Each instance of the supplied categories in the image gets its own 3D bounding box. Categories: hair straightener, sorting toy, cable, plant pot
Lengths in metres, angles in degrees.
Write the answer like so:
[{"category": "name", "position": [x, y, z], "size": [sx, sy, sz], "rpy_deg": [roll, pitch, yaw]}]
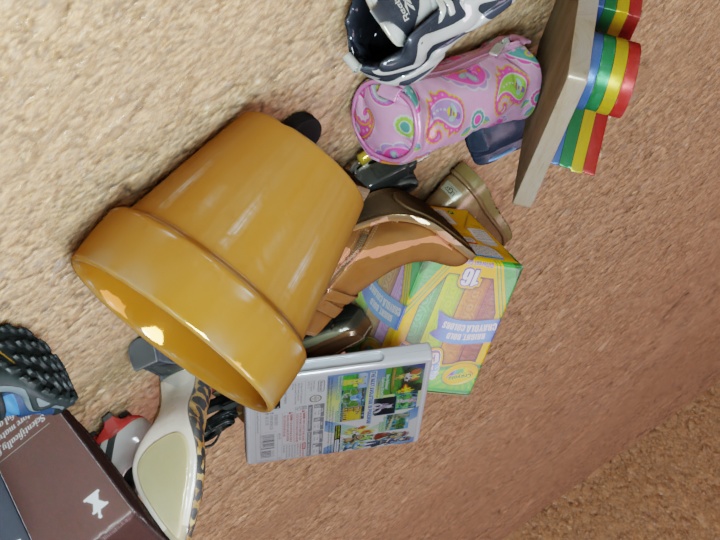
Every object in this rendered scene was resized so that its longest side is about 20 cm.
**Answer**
[{"category": "hair straightener", "position": [-0.140, 0.145, 1.813], "size": [0.200, 0.077, 0.041], "rpy_deg": [-35, -164, 34]}, {"category": "sorting toy", "position": [0.209, -0.186, 1.656], "size": [0.200, 0.069, 0.200], "rpy_deg": [108, -5, -57]}, {"category": "cable", "position": [-0.016, -0.081, 1.687], "size": [0.199, 0.051, 0.097], "rpy_deg": [-26, 157, -11]}, {"category": "plant pot", "position": [-0.099, -0.019, 1.437], "size": [0.184, 0.199, 0.200], "rpy_deg": [-54, 165, -14]}]

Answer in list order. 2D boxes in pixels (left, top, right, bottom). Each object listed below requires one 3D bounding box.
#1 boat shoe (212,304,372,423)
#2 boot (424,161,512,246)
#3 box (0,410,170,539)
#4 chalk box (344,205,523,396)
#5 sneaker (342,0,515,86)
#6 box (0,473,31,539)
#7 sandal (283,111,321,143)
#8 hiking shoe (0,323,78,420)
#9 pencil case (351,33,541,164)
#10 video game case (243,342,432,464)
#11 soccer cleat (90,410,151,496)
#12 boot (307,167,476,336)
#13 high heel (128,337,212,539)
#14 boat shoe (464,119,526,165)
[{"category": "boat shoe", "position": [-0.064, 0.099, 1.823], "size": [0.199, 0.074, 0.076], "rpy_deg": [-27, -166, 34]}, {"category": "boot", "position": [0.060, -0.016, 1.938], "size": [0.200, 0.066, 0.175], "rpy_deg": [-42, 150, -2]}, {"category": "box", "position": [-0.289, 0.227, 1.613], "size": [0.166, 0.164, 0.200], "rpy_deg": [-38, 161, -8]}, {"category": "chalk box", "position": [0.056, 0.047, 1.827], "size": [0.124, 0.124, 0.201], "rpy_deg": [6, 115, -32]}, {"category": "sneaker", "position": [0.057, -0.223, 1.425], "size": [0.199, 0.080, 0.129], "rpy_deg": [-39, 173, 25]}, {"category": "box", "position": [-0.399, 0.234, 1.409], "size": [0.198, 0.124, 0.199], "rpy_deg": [-32, 171, 37]}, {"category": "sandal", "position": [-0.102, -0.053, 1.546], "size": [0.200, 0.045, 0.075], "rpy_deg": [-44, 162, 7]}, {"category": "hiking shoe", "position": [-0.310, 0.091, 1.439], "size": [0.086, 0.075, 0.200], "rpy_deg": [-36, 156, 18]}, {"category": "pencil case", "position": [0.082, -0.158, 1.625], "size": [0.199, 0.088, 0.088], "rpy_deg": [-24, 155, -42]}, {"category": "video game case", "position": [-0.025, 0.133, 1.768], "size": [0.181, 0.022, 0.200], "rpy_deg": [-7, 152, -7]}, {"category": "soccer cleat", "position": [-0.266, 0.227, 1.787], "size": [0.200, 0.085, 0.068], "rpy_deg": [-48, 161, 19]}, {"category": "boot", "position": [0.000, 0.000, 1.656], "size": [0.199, 0.077, 0.156], "rpy_deg": [19, 108, -38]}, {"category": "high heel", "position": [-0.161, 0.167, 1.704], "size": [0.071, 0.202, 0.142], "rpy_deg": [-15, 164, 16]}, {"category": "boat shoe", "position": [0.181, -0.164, 1.814], "size": [0.199, 0.084, 0.069], "rpy_deg": [-20, 123, -21]}]
